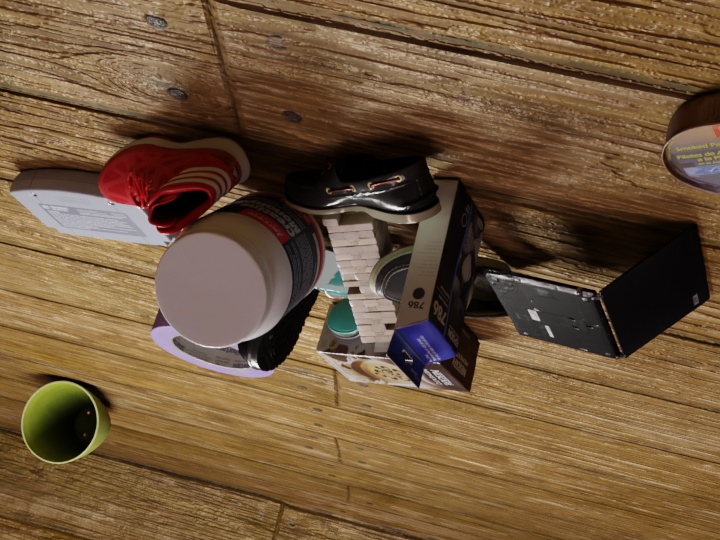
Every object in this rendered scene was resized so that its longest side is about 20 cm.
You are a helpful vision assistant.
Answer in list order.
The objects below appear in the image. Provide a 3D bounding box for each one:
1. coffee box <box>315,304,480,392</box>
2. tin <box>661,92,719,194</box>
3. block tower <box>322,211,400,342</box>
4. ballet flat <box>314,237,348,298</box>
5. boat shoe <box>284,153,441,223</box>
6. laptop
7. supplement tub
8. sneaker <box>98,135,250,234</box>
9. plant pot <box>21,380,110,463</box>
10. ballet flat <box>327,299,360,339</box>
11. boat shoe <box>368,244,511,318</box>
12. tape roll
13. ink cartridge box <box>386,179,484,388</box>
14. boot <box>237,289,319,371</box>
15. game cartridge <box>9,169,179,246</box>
[{"bbox_3d":[0.055,0.110,1.479,0.200,0.080,0.113,2,153,31],"label":"coffee box"},{"bbox_3d":[0.342,-0.107,0.832,0.200,0.042,0.112,-3,155,38],"label":"tin"},{"bbox_3d":[0.012,0.001,1.191,0.058,0.054,0.200,-4,131,18],"label":"block tower"},{"bbox_3d":[0.000,0.000,1.276,0.199,0.064,0.076,17,118,0],"label":"ballet flat"},{"bbox_3d":[-0.005,-0.092,1.071,0.201,0.074,0.063,8,123,43],"label":"boat shoe"},{"bbox_3d":[0.259,0.015,1.129,0.200,0.103,0.177,13,159,29],"label":"laptop"},{"bbox_3d":[-0.128,-0.004,1.144,0.140,0.141,0.200,11,-163,11],"label":"supplement tub"},{"bbox_3d":[-0.227,-0.091,1.121,0.200,0.116,0.078,-9,117,31],"label":"sneaker"},{"bbox_3d":[-0.674,0.362,2.473,0.187,0.188,0.200,12,173,10],"label":"plant pot"},{"bbox_3d":[0.027,0.059,1.396,0.073,0.073,0.200,25,154,-22],"label":"ballet flat"},{"bbox_3d":[0.105,0.018,1.170,0.200,0.072,0.066,6,-153,-34],"label":"boat shoe"},{"bbox_3d":[-0.217,0.090,1.608,0.199,0.085,0.200,13,157,6],"label":"tape roll"},{"bbox_3d":[0.081,0.015,1.077,0.039,0.200,0.099,5,157,26],"label":"ink cartridge box"},{"bbox_3d":[-0.151,0.045,1.321,0.157,0.211,0.080,6,123,16],"label":"boot"},{"bbox_3d":[-0.345,-0.083,1.348,0.199,0.041,0.133,7,160,20],"label":"game cartridge"}]
